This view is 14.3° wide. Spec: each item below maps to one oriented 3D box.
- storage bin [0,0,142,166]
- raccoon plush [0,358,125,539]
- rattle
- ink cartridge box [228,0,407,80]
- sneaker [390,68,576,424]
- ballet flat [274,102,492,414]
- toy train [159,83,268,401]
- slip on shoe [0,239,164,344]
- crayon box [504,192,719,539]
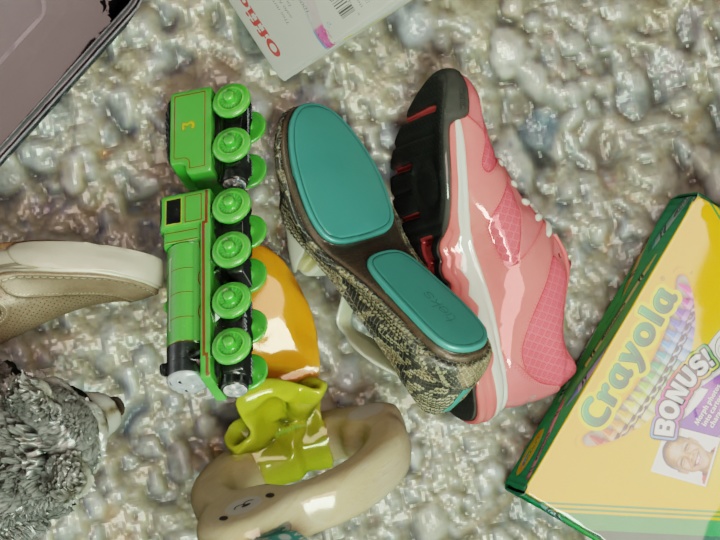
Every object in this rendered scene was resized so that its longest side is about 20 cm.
[{"bbox_3d":[-0.226,-0.126,1.566,0.135,0.094,0.200,42,83,-6],"label":"storage bin"},{"bbox_3d":[-0.213,0.127,1.542,0.200,0.134,0.097,-45,95,-7],"label":"raccoon plush"},{"bbox_3d":[-0.051,0.088,1.527,0.130,0.200,0.143,7,113,20],"label":"rattle"},{"bbox_3d":[-0.004,-0.202,1.557,0.125,0.200,0.129,-34,94,-25],"label":"ink cartridge box"},{"bbox_3d":[0.075,-0.017,1.631,0.087,0.074,0.200,-9,93,-25],"label":"sneaker"},{"bbox_3d":[0.000,0.000,1.599,0.068,0.075,0.200,-13,56,-37],"label":"ballet flat"},{"bbox_3d":[-0.081,-0.017,1.566,0.056,0.042,0.200,-10,57,13],"label":"toy train"},{"bbox_3d":[-0.208,0.018,1.574,0.200,0.076,0.061,0,82,-5],"label":"slip on shoe"},{"bbox_3d":[0.185,0.070,1.641,0.119,0.058,0.200,31,85,-7],"label":"crayon box"}]
